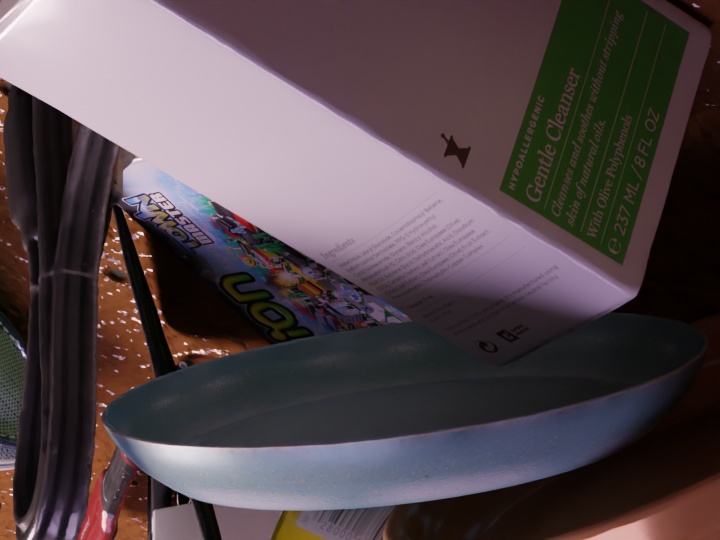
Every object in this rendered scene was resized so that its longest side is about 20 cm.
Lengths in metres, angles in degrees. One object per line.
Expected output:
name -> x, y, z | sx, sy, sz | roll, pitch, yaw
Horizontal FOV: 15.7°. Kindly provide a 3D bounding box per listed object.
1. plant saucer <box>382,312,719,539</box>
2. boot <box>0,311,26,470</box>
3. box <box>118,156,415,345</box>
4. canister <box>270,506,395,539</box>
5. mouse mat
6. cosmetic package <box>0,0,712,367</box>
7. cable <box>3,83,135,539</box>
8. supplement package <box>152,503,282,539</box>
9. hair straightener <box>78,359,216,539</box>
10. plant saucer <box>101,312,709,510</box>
plant saucer -> 0.104, 0.062, 0.867 | 0.199, 0.200, 0.038 | -16, 102, 46
boot -> -0.186, 0.017, 1.084 | 0.200, 0.073, 0.090 | 39, 151, -29
box -> 0.000, 0.000, 0.982 | 0.110, 0.035, 0.200 | -8, 140, 41
canister -> 0.075, 0.135, 0.963 | 0.199, 0.087, 0.148 | 23, -164, 19
mouse mat -> -0.065, 0.073, 1.001 | 0.007, 0.201, 0.161 | -15, 151, -3
cosmetic package -> -0.004, -0.069, 0.797 | 0.199, 0.108, 0.085 | 30, 149, -20
cable -> -0.086, -0.009, 0.860 | 0.050, 0.201, 0.097 | 8, 146, -27
supplement package -> -0.020, 0.198, 1.224 | 0.109, 0.114, 0.200 | -9, 143, 10
hair straightener -> -0.083, 0.096, 1.206 | 0.076, 0.041, 0.200 | 4, 147, -12
plant saucer -> 0.016, 0.045, 0.854 | 0.199, 0.200, 0.028 | -2, 100, 34
